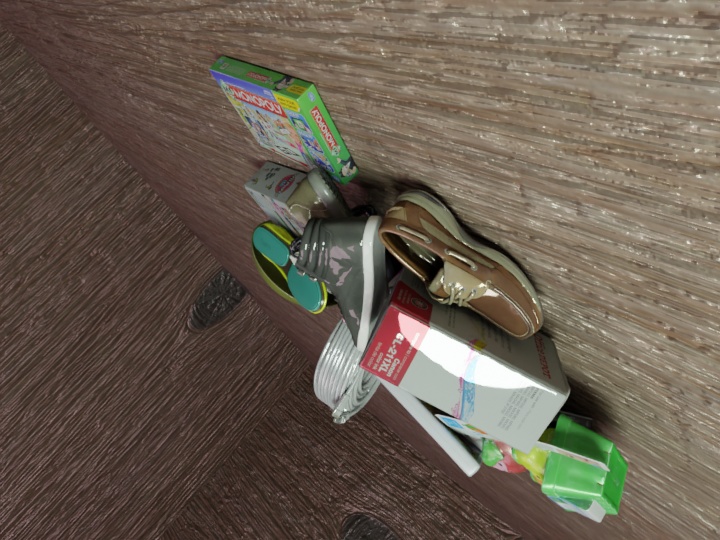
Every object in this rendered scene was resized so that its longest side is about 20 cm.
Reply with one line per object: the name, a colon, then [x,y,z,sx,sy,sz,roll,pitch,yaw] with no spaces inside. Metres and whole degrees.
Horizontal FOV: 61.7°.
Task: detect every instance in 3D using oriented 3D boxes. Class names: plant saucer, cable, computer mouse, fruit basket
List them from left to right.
plant saucer: [-0.112,-0.006,1.072,0.198,0.031,0.201,28,-146,-21]
computer mouse: [0.000,0.000,0.874,0.200,0.137,0.053,47,-156,-47]
cable: [0.001,0.138,0.989,0.069,0.202,0.200,23,-177,20]
fruit basket: [0.208,0.230,0.727,0.198,0.095,0.185,1,153,33]

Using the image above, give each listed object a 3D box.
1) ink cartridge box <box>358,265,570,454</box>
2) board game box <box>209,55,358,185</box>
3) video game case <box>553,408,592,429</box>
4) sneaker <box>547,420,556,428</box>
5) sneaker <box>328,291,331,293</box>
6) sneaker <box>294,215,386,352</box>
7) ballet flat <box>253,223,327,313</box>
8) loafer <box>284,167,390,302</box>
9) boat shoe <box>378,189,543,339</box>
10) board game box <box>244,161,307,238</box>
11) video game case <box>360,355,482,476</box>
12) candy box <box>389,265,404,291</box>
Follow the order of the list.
ink cartridge box: [0.112,0.090,0.663,0.198,0.084,0.146,28,-161,2]
board game box: [-0.098,-0.191,0.761,0.199,0.029,0.135,31,163,42]
video game case: [0.200,0.179,0.844,0.198,0.019,0.143,18,174,-20]
sneaker: [0.277,0.260,0.892,0.144,0.078,0.202,14,169,27]
sneaker: [0.006,0.034,1.049,0.079,0.075,0.200,-18,139,35]
sneaker: [-0.024,0.013,0.723,0.098,0.071,0.202,11,133,14]
ballet flat: [-0.095,-0.010,0.950,0.067,0.067,0.200,1,-145,-48]
loafer: [-0.027,-0.035,0.771,0.201,0.069,0.075,57,-168,-22]
boat shoe: [0.099,0.005,0.629,0.199,0.072,0.076,41,147,10]
board game box: [-0.086,-0.087,0.965,0.199,0.064,0.148,28,161,52]
video game case: [0.091,0.192,0.837,0.200,0.022,0.182,46,-179,18]
candy box: [0.135,0.073,0.815,0.200,0.061,0.136,45,168,-10]
